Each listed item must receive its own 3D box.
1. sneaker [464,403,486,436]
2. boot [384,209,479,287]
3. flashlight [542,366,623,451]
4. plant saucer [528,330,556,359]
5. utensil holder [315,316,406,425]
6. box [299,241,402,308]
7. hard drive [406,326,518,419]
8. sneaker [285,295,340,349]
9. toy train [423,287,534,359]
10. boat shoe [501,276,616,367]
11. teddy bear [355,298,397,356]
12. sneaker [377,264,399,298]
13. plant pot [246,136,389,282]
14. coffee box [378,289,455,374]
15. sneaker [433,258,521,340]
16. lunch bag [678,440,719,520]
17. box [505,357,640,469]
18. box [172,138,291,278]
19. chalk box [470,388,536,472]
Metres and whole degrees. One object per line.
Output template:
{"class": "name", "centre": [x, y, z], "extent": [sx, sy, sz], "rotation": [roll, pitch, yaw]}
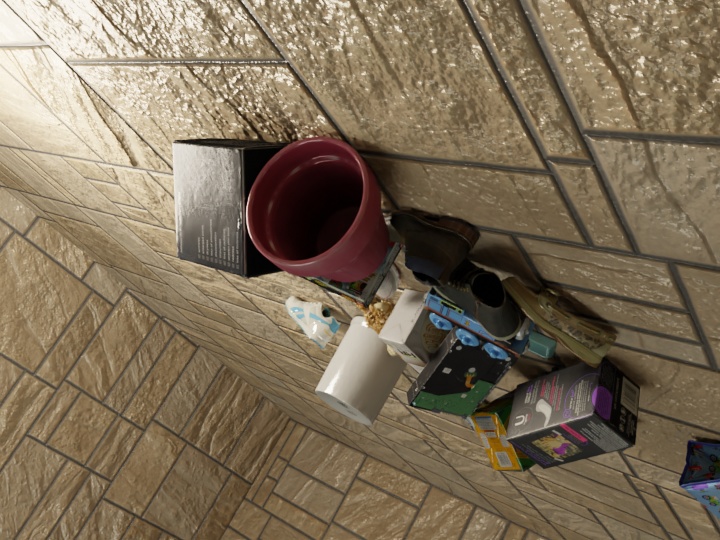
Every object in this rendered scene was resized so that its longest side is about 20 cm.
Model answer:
{"class": "sneaker", "centre": [0.270, 0.337, 1.967], "extent": [0.200, 0.075, 0.088], "rotation": [51, 166, -31]}
{"class": "boot", "centre": [0.081, -0.034, 1.243], "extent": [0.199, 0.097, 0.075], "rotation": [9, 152, 49]}
{"class": "flashlight", "centre": [0.425, 0.255, 1.505], "extent": [0.200, 0.068, 0.068], "rotation": [41, 165, -13]}
{"class": "plant saucer", "centre": [0.254, 0.104, 1.450], "extent": [0.199, 0.019, 0.070], "rotation": [24, 161, 19]}
{"class": "utensil holder", "centre": [0.007, 0.236, 1.897], "extent": [0.169, 0.201, 0.170], "rotation": [28, 161, 11]}
{"class": "box", "centre": [-0.042, -0.038, 1.368], "extent": [0.199, 0.138, 0.040], "rotation": [24, 163, 22]}
{"class": "hard drive", "centre": [0.191, 0.194, 1.516], "extent": [0.138, 0.038, 0.201], "rotation": [16, 126, -20]}
{"class": "sneaker", "centre": [-0.117, 0.114, 1.990], "extent": [0.077, 0.081, 0.200], "rotation": [46, 177, -42]}
{"class": "toy train", "centre": [0.199, 0.075, 1.362], "extent": [0.199, 0.087, 0.115], "rotation": [28, 156, 11]}
{"class": "boat shoe", "centre": [0.299, 0.066, 1.233], "extent": [0.199, 0.063, 0.073], "rotation": [38, -173, -10]}
{"class": "teddy bear", "centre": [0.057, 0.125, 1.743], "extent": [0.144, 0.067, 0.200], "rotation": [24, 160, 30]}
{"class": "sneaker", "centre": [0.000, 0.000, 1.475], "extent": [0.081, 0.089, 0.200], "rotation": [15, 156, 41]}
{"class": "plant pot", "centre": [-0.045, -0.072, 1.215], "extent": [0.199, 0.202, 0.179], "rotation": [21, 170, 29]}
{"class": "coffee box", "centre": [0.140, 0.142, 1.578], "extent": [0.079, 0.115, 0.200], "rotation": [9, 151, 50]}
{"class": "sneaker", "centre": [0.163, 0.011, 1.224], "extent": [0.200, 0.075, 0.106], "rotation": [42, 169, 34]}
{"class": "lunch bag", "centre": [0.672, 0.358, 1.360], "extent": [0.150, 0.095, 0.199], "rotation": [39, 148, -19]}
{"class": "box", "centre": [0.363, 0.246, 1.385], "extent": [0.106, 0.123, 0.199], "rotation": [38, 141, -19]}
{"class": "box", "centre": [-0.201, -0.108, 1.308], "extent": [0.195, 0.202, 0.123], "rotation": [13, -163, 43]}
{"class": "chalk box", "centre": [0.339, 0.289, 1.572], "extent": [0.125, 0.199, 0.125], "rotation": [64, 158, 3]}
